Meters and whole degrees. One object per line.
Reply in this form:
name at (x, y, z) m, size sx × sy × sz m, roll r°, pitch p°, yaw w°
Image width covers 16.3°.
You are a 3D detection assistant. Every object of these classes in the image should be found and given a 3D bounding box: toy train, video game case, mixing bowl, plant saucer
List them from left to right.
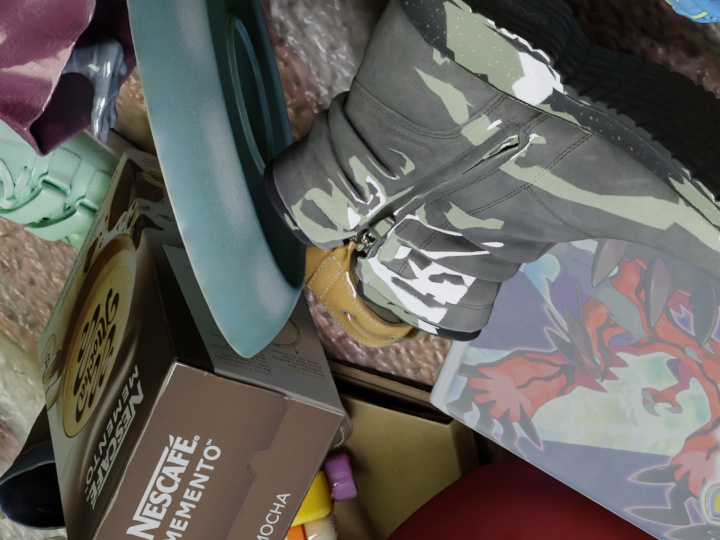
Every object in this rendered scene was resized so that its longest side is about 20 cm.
toy train at (-0.080, 0.139, 1.223) m, size 0.150 × 0.200 × 0.056 m, roll -20°, pitch 84°, yaw 27°
plant saucer at (-0.053, -0.067, 0.989) m, size 0.027 × 0.201 × 0.201 m, roll -12°, pitch 129°, yaw 8°
mixing bowl at (0.091, 0.158, 1.166) m, size 0.199 × 0.109 × 0.201 m, roll 21°, pitch 150°, yaw 13°
video game case at (0.130, 0.039, 1.023) m, size 0.182 × 0.023 × 0.200 m, roll 30°, pitch 142°, yaw 9°

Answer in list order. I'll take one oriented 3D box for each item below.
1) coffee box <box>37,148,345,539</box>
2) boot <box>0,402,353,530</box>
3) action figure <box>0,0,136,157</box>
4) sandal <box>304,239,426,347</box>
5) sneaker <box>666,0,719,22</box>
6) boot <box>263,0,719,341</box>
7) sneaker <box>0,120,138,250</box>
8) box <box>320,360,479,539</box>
coffee box at (-0.079, 0.046, 1.094) m, size 0.079 × 0.200 × 0.114 m, roll 19°, pitch 112°, yaw -20°
boot at (-0.096, 0.093, 1.239) m, size 0.199 × 0.097 × 0.075 m, roll -1°, pitch 129°, yaw 44°
action figure at (-0.185, -0.131, 1.074) m, size 0.199 × 0.134 × 0.149 m, roll 22°, pitch 141°, yaw 16°
sandal at (0.000, 0.000, 1.074) m, size 0.081 × 0.054 × 0.200 m, roll 56°, pitch 167°, yaw 7°
sneaker at (0.100, -0.127, 0.857) m, size 0.076 × 0.105 × 0.200 m, roll 49°, pitch 143°, yaw -16°
boot at (0.071, -0.020, 0.938) m, size 0.200 × 0.070 × 0.132 m, roll 38°, pitch 122°, yaw 7°
sneaker at (-0.168, -0.030, 1.184) m, size 0.200 × 0.118 × 0.074 m, roll 47°, pitch 142°, yaw -15°
box at (-0.002, 0.123, 1.293) m, size 0.163 × 0.021 × 0.201 m, roll 15°, pitch 138°, yaw 29°
